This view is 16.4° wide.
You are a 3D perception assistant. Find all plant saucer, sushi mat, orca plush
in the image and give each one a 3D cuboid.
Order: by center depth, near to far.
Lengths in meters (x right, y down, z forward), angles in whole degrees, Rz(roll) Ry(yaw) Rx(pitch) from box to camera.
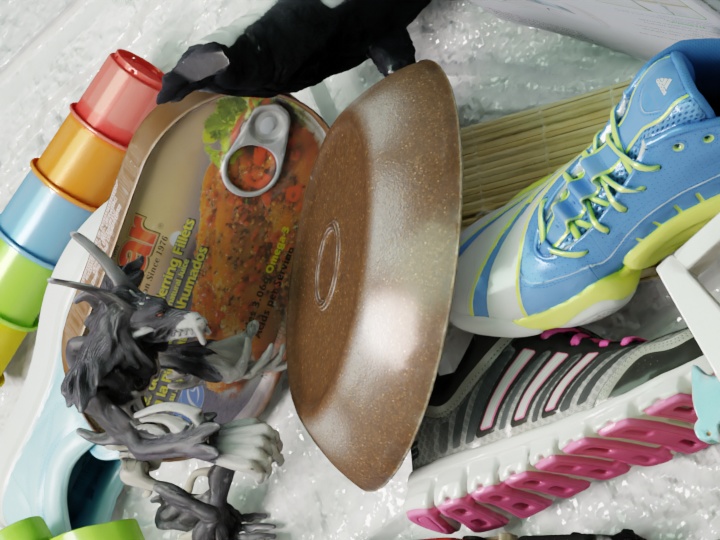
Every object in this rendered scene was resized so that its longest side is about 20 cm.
[{"bbox_3d":[0.000,0.000,1.149,0.200,0.037,0.201,-173,90,-77],"label":"plant saucer"},{"bbox_3d":[-0.003,-0.120,1.193,0.071,0.200,0.105,38,125,16],"label":"orca plush"},{"bbox_3d":[0.060,-0.025,1.205,0.200,0.012,0.096,-13,71,39],"label":"sushi mat"}]

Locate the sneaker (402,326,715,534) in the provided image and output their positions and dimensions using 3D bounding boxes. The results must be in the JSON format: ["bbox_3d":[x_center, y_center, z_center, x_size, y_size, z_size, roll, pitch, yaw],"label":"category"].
[{"bbox_3d":[0.095,0.048,1.115,0.200,0.074,0.088,-27,63,34],"label":"sneaker"}]

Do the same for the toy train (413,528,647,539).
[{"bbox_3d":[0.044,0.139,1.154,0.200,0.046,0.034,-9,73,39],"label":"toy train"}]

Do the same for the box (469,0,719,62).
[{"bbox_3d":[0.097,-0.164,1.098,0.200,0.176,0.097,18,86,43],"label":"box"}]

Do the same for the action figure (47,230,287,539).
[{"bbox_3d":[-0.081,0.068,1.192,0.102,0.200,0.119,-8,36,12],"label":"action figure"}]

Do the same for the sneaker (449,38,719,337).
[{"bbox_3d":[0.113,-0.046,1.064,0.200,0.105,0.076,-24,48,6],"label":"sneaker"}]

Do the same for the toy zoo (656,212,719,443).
[{"bbox_3d":[0.212,0.002,1.005,0.200,0.020,0.131,-43,71,8],"label":"toy zoo"}]

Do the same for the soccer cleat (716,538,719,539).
[{"bbox_3d":[0.169,0.132,1.021,0.200,0.084,0.065,-16,68,37],"label":"soccer cleat"}]

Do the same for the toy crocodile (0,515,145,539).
[{"bbox_3d":[-0.172,0.180,1.306,0.068,0.062,0.200,58,140,16],"label":"toy crocodile"}]

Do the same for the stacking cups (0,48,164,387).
[{"bbox_3d":[-0.175,-0.033,1.383,0.060,0.060,0.200,41,104,40],"label":"stacking cups"}]

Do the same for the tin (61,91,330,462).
[{"bbox_3d":[-0.080,-0.001,1.247,0.042,0.112,0.200,43,115,55],"label":"tin"}]

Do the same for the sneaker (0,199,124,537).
[{"bbox_3d":[-0.128,0.060,1.315,0.082,0.074,0.200,30,107,34],"label":"sneaker"}]
